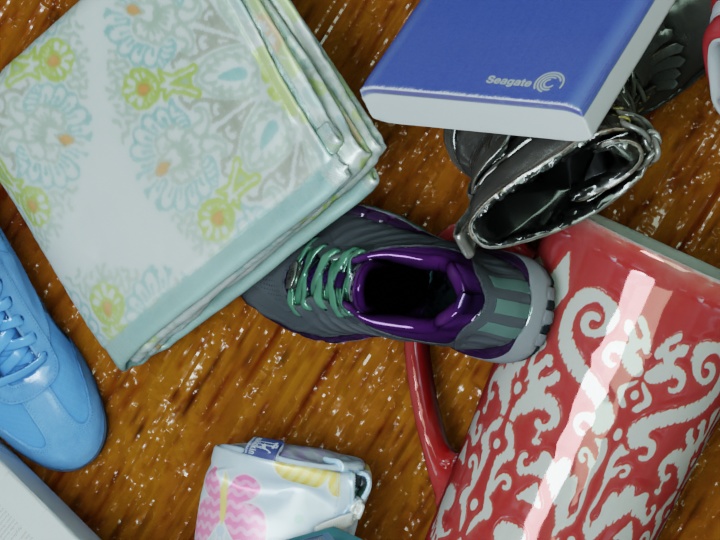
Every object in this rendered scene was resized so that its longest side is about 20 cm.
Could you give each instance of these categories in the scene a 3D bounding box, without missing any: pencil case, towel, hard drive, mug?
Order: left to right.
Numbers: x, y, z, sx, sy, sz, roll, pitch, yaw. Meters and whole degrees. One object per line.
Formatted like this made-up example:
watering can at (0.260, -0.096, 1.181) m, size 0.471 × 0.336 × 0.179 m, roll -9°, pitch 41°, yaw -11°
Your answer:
towel at (-0.098, -0.069, 1.478) m, size 0.200 × 0.048 × 0.172 m, roll -37°, pitch 77°, yaw 26°
pencil case at (-0.048, 0.188, 1.501) m, size 0.090 × 0.083 × 0.201 m, roll 10°, pitch 92°, yaw 19°
hard drive at (0.101, -0.148, 1.441) m, size 0.131 × 0.025 × 0.200 m, roll 8°, pitch 51°, yaw 36°
mug at (0.107, 0.073, 1.496) m, size 0.133 × 0.177 × 0.201 m, roll 18°, pitch 97°, yaw -43°

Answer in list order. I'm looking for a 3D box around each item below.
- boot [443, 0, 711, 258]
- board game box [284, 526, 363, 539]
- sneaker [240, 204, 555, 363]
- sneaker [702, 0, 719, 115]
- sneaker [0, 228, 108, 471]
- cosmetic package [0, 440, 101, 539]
boot at (0.128, -0.079, 1.447) m, size 0.199 × 0.174 × 0.069 m, roll -34°, pitch 106°, yaw 4°
board game box at (-0.056, 0.247, 1.432) m, size 0.150 × 0.047 × 0.201 m, roll -14°, pitch 100°, yaw -20°
sneaker at (0.000, 0.000, 1.454) m, size 0.199 × 0.087 × 0.075 m, roll 6°, pitch 86°, yaw 38°
sneaker at (0.246, -0.107, 1.457) m, size 0.200 × 0.071 × 0.113 m, roll 31°, pitch 66°, yaw -34°
sneaker at (-0.202, 0.021, 1.504) m, size 0.066 × 0.078 × 0.201 m, roll -30°, pitch 92°, yaw -1°
cosmetic package at (-0.219, 0.199, 1.481) m, size 0.200 × 0.052 × 0.151 m, roll -52°, pitch 50°, yaw 1°
